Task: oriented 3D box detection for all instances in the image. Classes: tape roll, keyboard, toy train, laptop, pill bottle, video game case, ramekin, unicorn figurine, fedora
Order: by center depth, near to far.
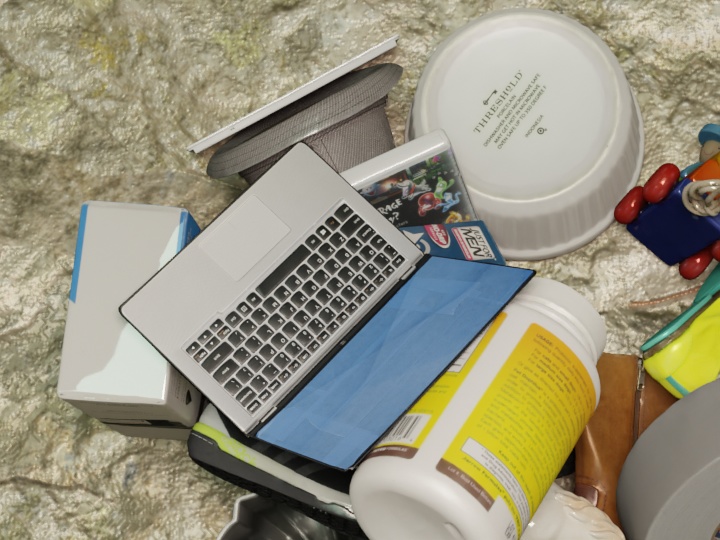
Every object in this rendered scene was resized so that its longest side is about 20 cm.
[{"bbox_3d":[0.084,0.098,0.999,0.109,0.110,0.200,29,54,13],"label":"pill bottle"},{"bbox_3d":[-0.026,0.015,1.030,0.200,0.116,0.187,43,68,8],"label":"laptop"},{"bbox_3d":[0.103,0.157,1.060,0.136,0.074,0.202,-10,68,-12],"label":"unicorn figurine"},{"bbox_3d":[0.280,0.161,1.070,0.199,0.201,0.066,-18,38,3],"label":"tape roll"},{"bbox_3d":[0.275,-0.074,1.158,0.085,0.200,0.116,40,76,1],"label":"toy train"},{"bbox_3d":[0.000,0.000,1.193,0.199,0.182,0.023,-24,43,1],"label":"video game case"},{"bbox_3d":[-0.030,-0.090,1.229,0.176,0.200,0.091,-29,99,-6],"label":"fedora"},{"bbox_3d":[0.130,-0.116,1.240,0.200,0.094,0.204,-2,76,7],"label":"ramekin"},{"bbox_3d":[-0.056,-0.147,1.293,0.199,0.056,0.011,-28,99,0],"label":"keyboard"}]

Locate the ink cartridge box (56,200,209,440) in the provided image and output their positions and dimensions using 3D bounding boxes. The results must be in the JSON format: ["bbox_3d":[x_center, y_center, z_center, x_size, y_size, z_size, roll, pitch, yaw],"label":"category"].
[{"bbox_3d":[-0.158,0.045,1.185,0.083,0.200,0.146,4,77,6],"label":"ink cartridge box"}]

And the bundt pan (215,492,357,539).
[{"bbox_3d":[-0.013,0.242,1.179,0.200,0.076,0.204,-2,75,6],"label":"bundt pan"}]

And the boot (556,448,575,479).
[{"bbox_3d":[0.090,0.100,1.198,0.198,0.070,0.132,0,32,-27],"label":"boot"}]

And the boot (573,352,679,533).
[{"bbox_3d":[0.161,0.158,1.129,0.187,0.068,0.202,4,93,-18],"label":"boot"}]

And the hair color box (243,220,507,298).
[{"bbox_3d":[0.003,0.027,1.158,0.198,0.101,0.061,-6,38,-15],"label":"hair color box"}]

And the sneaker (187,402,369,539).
[{"bbox_3d":[-0.035,0.133,1.134,0.199,0.072,0.083,21,73,15],"label":"sneaker"}]

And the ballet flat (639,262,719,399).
[{"bbox_3d":[0.277,0.036,1.167,0.067,0.067,0.200,49,47,3],"label":"ballet flat"}]
